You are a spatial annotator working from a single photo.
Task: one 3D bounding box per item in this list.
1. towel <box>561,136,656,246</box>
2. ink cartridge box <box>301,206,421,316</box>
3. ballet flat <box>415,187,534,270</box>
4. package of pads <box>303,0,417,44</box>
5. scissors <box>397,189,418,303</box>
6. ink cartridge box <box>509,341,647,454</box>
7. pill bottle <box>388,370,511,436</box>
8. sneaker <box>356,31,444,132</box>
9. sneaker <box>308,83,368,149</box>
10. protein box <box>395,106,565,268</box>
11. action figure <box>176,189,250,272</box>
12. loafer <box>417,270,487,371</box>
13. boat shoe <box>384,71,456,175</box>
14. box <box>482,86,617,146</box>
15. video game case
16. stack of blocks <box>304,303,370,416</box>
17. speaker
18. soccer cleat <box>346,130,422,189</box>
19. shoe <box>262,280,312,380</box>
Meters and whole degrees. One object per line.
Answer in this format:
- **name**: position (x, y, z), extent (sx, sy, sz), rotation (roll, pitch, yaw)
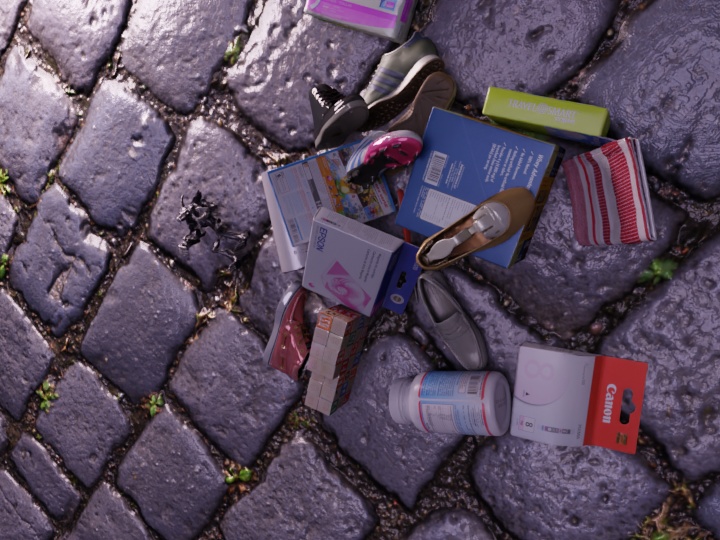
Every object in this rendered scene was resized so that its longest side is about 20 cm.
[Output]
- **towel**: position (0.358, -0.108, 0.881), extent (0.023, 0.200, 0.145), rotation (-12, 92, -5)
- **ink cartridge box**: position (0.000, 0.000, 1.061), extent (0.199, 0.043, 0.197), rotation (24, 142, 6)
- **ballet flat**: position (0.167, -0.054, 0.893), extent (0.200, 0.063, 0.069), rotation (-35, 83, 26)
- **package of pads**: position (0.009, -0.504, 1.052), extent (0.199, 0.068, 0.155), rotation (24, 107, 20)
- **scissors**: position (0.085, -0.043, 1.065), extent (0.014, 0.073, 0.201), rotation (-8, 82, -1)
- **ink cartridge box**: position (0.358, 0.215, 1.000), extent (0.199, 0.057, 0.164), rotation (9, 101, 29)
- **pill bottle**: position (0.156, 0.232, 1.059), extent (0.199, 0.109, 0.110), rotation (-5, 95, 31)
- **sneaker**: position (0.056, -0.337, 1.062), extent (0.200, 0.067, 0.090), rotation (-33, 64, 33)
- **sneaker**: position (-0.050, -0.292, 1.058), extent (0.200, 0.074, 0.107), rotation (162, 95, -68)
- **protein box**: position (0.195, -0.136, 0.978), extent (0.199, 0.135, 0.200), rotation (24, 106, 20)
- **action figure**: position (-0.324, -0.087, 1.249), extent (0.199, 0.102, 0.119), rotation (33, 121, 16)
- **loafer**: position (0.158, 0.092, 1.063), extent (0.070, 0.070, 0.201), rotation (-35, 82, 25)
- **boat shoe**: position (0.103, -0.250, 1.044), extent (0.074, 0.066, 0.200), rotation (45, 119, 9)
- **box**: position (0.299, -0.233, 0.923), extent (0.199, 0.122, 0.048), rotation (19, 102, 22)
- **video game case**: position (-0.052, -0.142, 1.085), extent (0.199, 0.018, 0.144), rotation (-19, 88, -3)
- **stack of blocks**: position (-0.049, 0.169, 1.146), extent (0.058, 0.115, 0.201), rotation (20, 106, 21)
- **speaker**: position (-0.135, -0.100, 1.169), extent (0.081, 0.081, 0.201), rotation (-12, 92, 26)
- **soccer cleat**: position (0.034, -0.204, 0.991), extent (0.200, 0.070, 0.087), rotation (-20, 55, 58)
- **shoe**: position (-0.126, 0.124, 1.204), extent (0.091, 0.071, 0.201), rotation (28, 113, 18)
